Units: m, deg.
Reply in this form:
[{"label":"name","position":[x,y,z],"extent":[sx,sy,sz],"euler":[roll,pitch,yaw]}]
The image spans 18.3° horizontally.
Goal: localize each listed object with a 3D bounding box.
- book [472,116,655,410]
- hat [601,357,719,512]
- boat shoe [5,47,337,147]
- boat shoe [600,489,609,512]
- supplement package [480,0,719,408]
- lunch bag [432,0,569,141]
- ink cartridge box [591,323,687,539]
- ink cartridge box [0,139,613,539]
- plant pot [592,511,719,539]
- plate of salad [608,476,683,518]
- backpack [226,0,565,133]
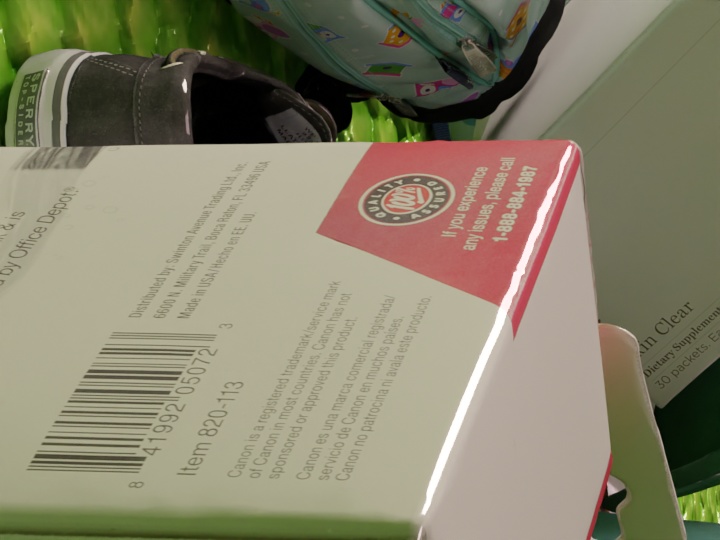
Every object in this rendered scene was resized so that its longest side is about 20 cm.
[{"label":"book","position":[0.141,0.000,0.998],"extent":[0.048,0.198,0.135],"euler":[-54,155,-63]},{"label":"hat","position":[0.162,-0.014,0.910],"extent":[0.199,0.166,0.177],"euler":[-13,79,-29]},{"label":"boat shoe","position":[-0.042,-0.038,0.715],"extent":[0.200,0.066,0.071],"euler":[20,69,-71]},{"label":"boat shoe","position":[0.080,0.104,0.941],"extent":[0.072,0.072,0.202],"euler":[-12,91,-54]},{"label":"supplement package","position":[0.145,-0.079,0.839],"extent":[0.111,0.200,0.156],"euler":[37,33,-9]},{"label":"lunch bag","position":[0.123,-0.088,1.056],"extent":[0.128,0.169,0.202],"euler":[-57,138,-60]},{"label":"ink cartridge box","position":[-0.014,0.036,0.579],"extent":[0.068,0.198,0.116],"euler":[-75,154,-44]},{"label":"ink cartridge box","position":[-0.061,0.040,0.443],"extent":[0.147,0.198,0.083],"euler":[-62,148,-57]},{"label":"plant pot","position":[0.018,0.165,0.703],"extent":[0.199,0.141,0.143],"euler":[-9,97,-43]},{"label":"plate of salad","position":[0.081,0.155,1.005],"extent":[0.199,0.048,0.202],"euler":[13,69,-37]},{"label":"backpack","position":[0.010,-0.146,0.799],"extent":[0.200,0.125,0.169],"euler":[23,69,-66]}]
